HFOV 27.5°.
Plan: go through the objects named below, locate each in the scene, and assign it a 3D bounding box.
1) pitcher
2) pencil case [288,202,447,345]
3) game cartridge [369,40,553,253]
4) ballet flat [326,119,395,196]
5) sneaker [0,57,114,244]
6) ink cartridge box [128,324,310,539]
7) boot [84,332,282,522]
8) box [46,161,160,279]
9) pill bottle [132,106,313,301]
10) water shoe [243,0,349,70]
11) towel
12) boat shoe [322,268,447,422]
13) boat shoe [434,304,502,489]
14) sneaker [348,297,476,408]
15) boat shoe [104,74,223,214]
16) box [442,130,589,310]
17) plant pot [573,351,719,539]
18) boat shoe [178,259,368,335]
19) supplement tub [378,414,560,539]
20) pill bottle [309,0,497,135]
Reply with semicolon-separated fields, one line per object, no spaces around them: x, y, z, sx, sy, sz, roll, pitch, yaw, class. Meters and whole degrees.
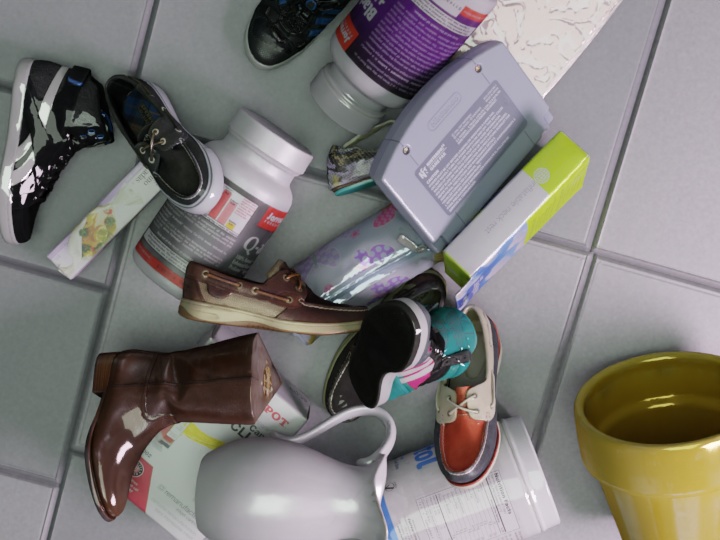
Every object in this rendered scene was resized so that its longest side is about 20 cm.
-0.063;0.215;1.533;0.199;0.121;0.172;2;55;6;pitcher
0.000;0.000;1.586;0.200;0.091;0.083;-31;125;6;pencil case
0.102;-0.134;1.511;0.200;0.040;0.133;-49;123;-15;game cartridge
0.058;-0.133;1.579;0.199;0.072;0.072;-12;99;0;ballet flat
-0.322;-0.121;1.574;0.111;0.073;0.201;8;97;0;sneaker
-0.172;0.180;1.615;0.145;0.083;0.200;41;96;-6;ink cartridge box
-0.181;0.162;1.520;0.199;0.064;0.187;-5;77;14;boot
-0.257;-0.073;1.598;0.200;0.041;0.039;-44;97;5;box
-0.144;-0.065;1.562;0.116;0.116;0.200;34;98;-5;pill bottle
-0.050;-0.293;1.546;0.072;0.079;0.200;45;96;-6;water shoe
0.159;-0.295;1.569;0.200;0.032;0.191;40;97;-2;towel
0.025;0.084;1.610;0.072;0.066;0.201;36;97;-6;boat shoe
0.114;0.133;1.565;0.071;0.063;0.201;0;56;18;boat shoe
0.067;0.069;1.500;0.120;0.200;0.084;-24;73;-23;sneaker
-0.209;-0.132;1.523;0.069;0.057;0.200;-49;52;14;boat shoe
0.155;-0.048;1.547;0.048;0.122;0.200;44;86;11;box
0.339;0.215;1.580;0.200;0.201;0.190;-11;115;1;plant pot
-0.084;0.025;1.509;0.199;0.072;0.072;7;91;-3;boat shoe
0.103;0.250;1.604;0.199;0.132;0.132;-21;98;2;supplement tub
0.038;-0.239;1.516;0.111;0.111;0.200;39;114;-6;pill bottle
